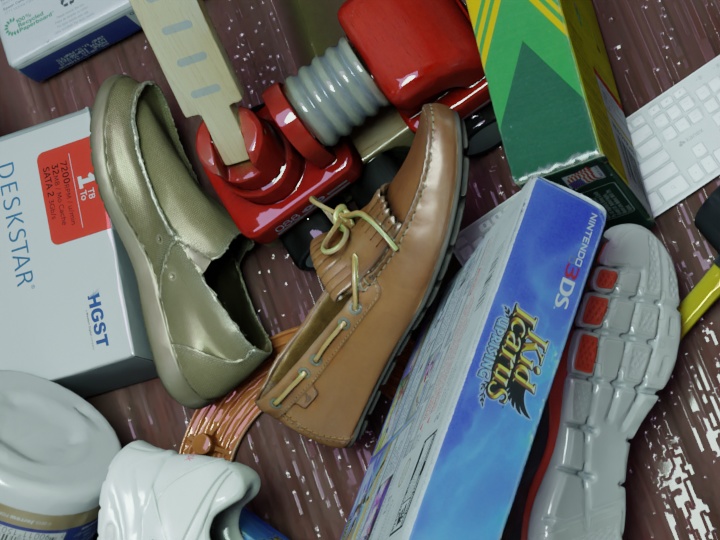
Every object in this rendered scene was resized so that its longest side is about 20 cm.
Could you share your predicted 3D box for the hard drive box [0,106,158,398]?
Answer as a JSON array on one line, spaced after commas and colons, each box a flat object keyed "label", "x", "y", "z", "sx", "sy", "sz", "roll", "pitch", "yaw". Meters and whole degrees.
[{"label": "hard drive box", "x": -0.223, "y": 0.008, "z": 1.089, "sx": 0.199, "sy": 0.077, "sz": 0.157, "roll": -17, "pitch": 76, "yaw": 15}]

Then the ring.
[{"label": "ring", "x": -0.019, "y": 0.128, "z": 1.029, "sx": 0.199, "sy": 0.019, "sz": 0.201, "roll": -3, "pitch": 80, "yaw": 18}]

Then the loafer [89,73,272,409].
[{"label": "loafer", "x": -0.100, "y": -0.022, "z": 1.043, "sx": 0.067, "sy": 0.076, "sz": 0.201, "roll": -17, "pitch": 92, "yaw": 17}]

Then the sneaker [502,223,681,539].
[{"label": "sneaker", "x": 0.105, "y": 0.068, "z": 0.946, "sx": 0.082, "sy": 0.077, "sz": 0.201, "roll": 3, "pitch": 71, "yaw": 53}]

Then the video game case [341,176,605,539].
[{"label": "video game case", "x": 0.048, "y": 0.078, "z": 0.896, "sx": 0.045, "sy": 0.181, "sz": 0.201, "roll": 24, "pitch": 66, "yaw": -6}]

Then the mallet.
[{"label": "mallet", "x": 0.171, "y": 0.046, "z": 0.972, "sx": 0.066, "sy": 0.041, "sz": 0.200, "roll": 37, "pitch": 97, "yaw": 24}]

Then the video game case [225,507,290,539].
[{"label": "video game case", "x": -0.081, "y": 0.236, "z": 1.004, "sx": 0.200, "sy": 0.045, "sz": 0.182, "roll": 32, "pitch": 100, "yaw": 20}]

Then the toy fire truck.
[{"label": "toy fire truck", "x": -0.027, "y": -0.108, "z": 0.976, "sx": 0.176, "sy": 0.200, "sz": 0.129, "roll": -34, "pitch": 72, "yaw": 10}]

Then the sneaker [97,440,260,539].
[{"label": "sneaker", "x": -0.090, "y": 0.192, "z": 0.947, "sx": 0.099, "sy": 0.078, "sz": 0.201, "roll": 0, "pitch": 87, "yaw": 17}]

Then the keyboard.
[{"label": "keyboard", "x": 0.145, "y": -0.049, "z": 1.008, "sx": 0.200, "sy": 0.011, "sz": 0.056, "roll": -34, "pitch": 71, "yaw": 10}]

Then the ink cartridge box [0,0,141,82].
[{"label": "ink cartridge box", "x": -0.159, "y": -0.249, "z": 1.132, "sx": 0.196, "sy": 0.043, "sz": 0.201, "roll": -25, "pitch": 70, "yaw": 14}]

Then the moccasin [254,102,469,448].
[{"label": "moccasin", "x": 0.000, "y": -0.001, "z": 0.965, "sx": 0.077, "sy": 0.074, "sz": 0.202, "roll": 22, "pitch": 118, "yaw": -9}]

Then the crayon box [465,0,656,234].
[{"label": "crayon box", "x": 0.099, "y": -0.124, "z": 0.970, "sx": 0.051, "sy": 0.127, "sz": 0.201, "roll": -18, "pitch": 69, "yaw": 17}]

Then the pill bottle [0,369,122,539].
[{"label": "pill bottle", "x": -0.219, "y": 0.165, "z": 1.018, "sx": 0.111, "sy": 0.111, "sz": 0.201, "roll": 38, "pitch": 117, "yaw": 21}]
